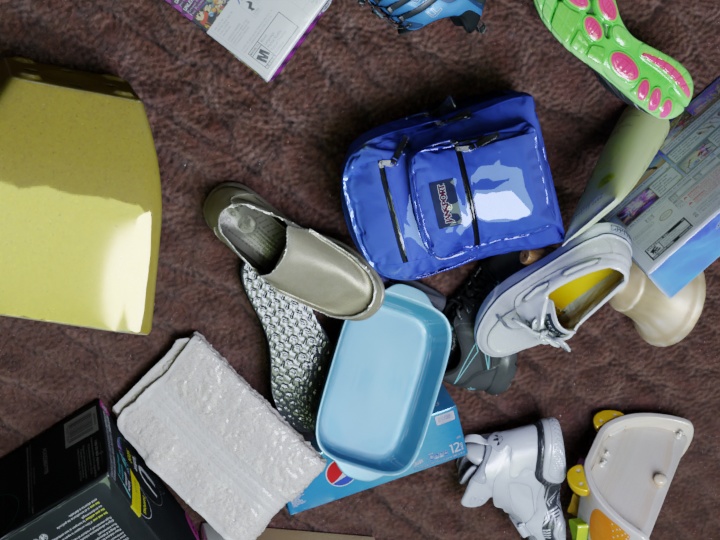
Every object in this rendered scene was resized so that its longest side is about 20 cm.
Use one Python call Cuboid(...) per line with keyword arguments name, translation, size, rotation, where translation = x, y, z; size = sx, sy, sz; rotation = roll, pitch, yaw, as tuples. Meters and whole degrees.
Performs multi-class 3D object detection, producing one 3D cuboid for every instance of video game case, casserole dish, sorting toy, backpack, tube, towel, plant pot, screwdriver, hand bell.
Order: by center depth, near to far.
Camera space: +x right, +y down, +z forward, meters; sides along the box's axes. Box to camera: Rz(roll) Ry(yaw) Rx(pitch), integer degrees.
Cuboid(name="video game case", translation=(-0.091, -0.299, 1.363), size=(0.181, 0.036, 0.200), rotation=(37, 102, 0))
Cuboid(name="plant pot", translation=(-0.274, -0.078, 1.381), size=(0.194, 0.196, 0.201), rotation=(9, 103, -18))
Cuboid(name="backpack", translation=(0.079, -0.081, 1.470), size=(0.199, 0.168, 0.163), rotation=(-13, 95, 2))
Cuboid(name="tube", translation=(0.249, -0.098, 1.500), size=(0.052, 0.200, 0.058), rotation=(10, 128, 23))
Cuboid(name="video game case", translation=(0.332, -0.087, 1.529), size=(0.200, 0.181, 0.045), rotation=(-42, 119, 7))
Cuboid(name="casserole dish", translation=(0.018, 0.112, 1.567), size=(0.121, 0.039, 0.200), rotation=(19, 83, -22))
Cuboid(name="towel", translation=(-0.145, 0.171, 1.568), size=(0.200, 0.034, 0.133), rotation=(44, 100, -1))
Cuboid(name="hand bell", translation=(0.243, 0.006, 1.572), size=(0.200, 0.104, 0.104), rotation=(16, 110, -32))
Cuboid(name="screwdriver", translation=(0.000, 0.000, 1.575), size=(0.200, 0.029, 0.028), rotation=(24, 107, -19))
Cuboid(name="sorting toy", translation=(0.272, 0.270, 1.705), size=(0.107, 0.200, 0.180), rotation=(22, 129, 13))

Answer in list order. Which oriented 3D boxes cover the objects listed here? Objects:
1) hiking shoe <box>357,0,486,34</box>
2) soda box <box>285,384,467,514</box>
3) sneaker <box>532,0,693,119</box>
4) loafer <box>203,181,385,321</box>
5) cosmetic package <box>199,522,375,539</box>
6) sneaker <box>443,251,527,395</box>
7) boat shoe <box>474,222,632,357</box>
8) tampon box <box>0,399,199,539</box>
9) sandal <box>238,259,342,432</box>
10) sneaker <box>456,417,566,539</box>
Cuboid(name="hiking shoe", translation=(0.030, -0.258, 1.430), size=(0.199, 0.074, 0.087), rotation=(0, 114, -14))
Cuboid(name="soda box", translation=(0.006, 0.184, 1.635), size=(0.200, 0.068, 0.064), rotation=(-18, 116, -6))
Cuboid(name="sneaker", translation=(0.232, -0.219, 1.502), size=(0.077, 0.084, 0.200), rotation=(-45, 100, -7))
Cuboid(name="loafer", translation=(-0.067, -0.010, 1.497), size=(0.200, 0.068, 0.076), rotation=(31, 103, -5))
Cuboid(name="cosmetic package", translation=(-0.081, 0.340, 1.683), size=(0.199, 0.071, 0.105), rotation=(9, 111, -18))
Cuboid(name="sneaker", translation=(0.133, 0.038, 1.597), size=(0.079, 0.075, 0.200), rotation=(7, 112, -14))
Cuboid(name="boat shoe", translation=(0.186, 0.042, 1.501), size=(0.075, 0.086, 0.202), rotation=(35, 127, -25))
Cuboid(name="tampon box", translation=(-0.255, 0.265, 1.559), size=(0.126, 0.150, 0.200), rotation=(-31, 118, 2))
Cuboid(name="sandal", translation=(-0.069, 0.065, 1.579), size=(0.075, 0.048, 0.201), rotation=(-16, 105, -5))
Cuboid(name="sneaker", translation=(0.165, 0.246, 1.706), size=(0.115, 0.075, 0.200), rotation=(-4, 127, 1))
